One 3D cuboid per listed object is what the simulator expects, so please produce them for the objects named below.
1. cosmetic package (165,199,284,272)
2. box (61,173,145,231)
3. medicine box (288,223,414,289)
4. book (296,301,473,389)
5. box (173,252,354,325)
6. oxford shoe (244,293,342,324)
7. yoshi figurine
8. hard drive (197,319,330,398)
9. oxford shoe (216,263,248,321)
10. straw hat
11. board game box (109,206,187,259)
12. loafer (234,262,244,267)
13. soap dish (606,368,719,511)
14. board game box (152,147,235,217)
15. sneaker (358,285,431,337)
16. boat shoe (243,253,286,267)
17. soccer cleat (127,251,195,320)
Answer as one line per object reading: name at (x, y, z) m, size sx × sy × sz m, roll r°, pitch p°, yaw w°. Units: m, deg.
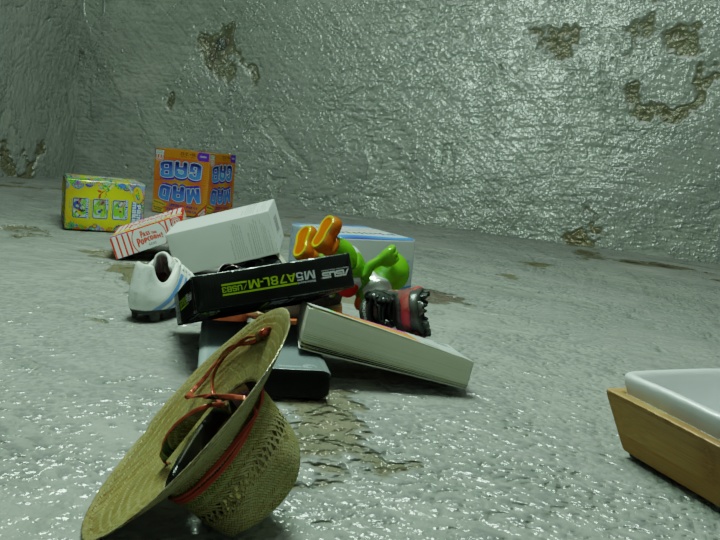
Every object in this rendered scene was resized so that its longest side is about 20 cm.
cosmetic package at (-0.248, -0.062, 1.431) m, size 0.195 × 0.087 × 0.108 m, roll -13°, pitch 17°, yaw 5°
box at (-0.656, -0.173, 1.968) m, size 0.188 × 0.126 × 0.199 m, roll 2°, pitch 9°, yaw -23°
medicine box at (-0.021, -0.027, 1.529) m, size 0.178 × 0.106 × 0.198 m, roll 0°, pitch 9°, yaw -34°
book at (0.023, 0.083, 0.916) m, size 0.195 × 0.049 × 0.134 m, roll 16°, pitch 2°, yaw -8°
box at (-0.125, 0.026, 0.953) m, size 0.188 × 0.049 × 0.199 m, roll -7°, pitch -5°, yaw -20°
oxford shoe at (-0.097, 0.037, 1.147) m, size 0.070 × 0.075 × 0.198 m, roll 11°, pitch 10°, yaw 32°
yoshi figurine at (0.002, -0.012, 1.158) m, size 0.199 × 0.112 × 0.113 m, roll 38°, pitch 14°, yaw -30°
hard drive at (-0.115, 0.098, 0.878) m, size 0.136 × 0.034 × 0.200 m, roll 5°, pitch 9°, yaw -11°
oxford shoe at (-0.184, 0.025, 1.166) m, size 0.069 × 0.075 × 0.200 m, roll 4°, pitch 8°, yaw -4°
straw hat at (-0.086, 0.124, 0.523) m, size 0.085 × 0.201 × 0.201 m, roll 47°, pitch -1°, yaw -14°
board game box at (-0.434, -0.081, 1.614) m, size 0.148 × 0.047 × 0.200 m, roll -19°, pitch 13°, yaw -9°
loafer at (-0.267, -0.046, 1.558) m, size 0.194 × 0.074 × 0.063 m, roll -1°, pitch -10°, yaw 5°
soap dish at (0.347, 0.149, 0.704) m, size 0.195 × 0.084 × 0.157 m, roll 3°, pitch 9°, yaw -22°
board game box at (-0.543, -0.289, 2.541) m, size 0.195 × 0.206 × 0.199 m, roll 8°, pitch 9°, yaw 15°
sneaker at (0.046, 0.060, 1.057) m, size 0.095 × 0.073 × 0.200 m, roll 1°, pitch -4°, yaw -2°
boat shoe at (-0.168, 0.002, 1.456) m, size 0.062 × 0.073 × 0.199 m, roll -40°, pitch 28°, yaw -9°
soccer cleat at (-0.268, 0.015, 1.128) m, size 0.068 × 0.089 × 0.200 m, roll 8°, pitch 8°, yaw 13°
